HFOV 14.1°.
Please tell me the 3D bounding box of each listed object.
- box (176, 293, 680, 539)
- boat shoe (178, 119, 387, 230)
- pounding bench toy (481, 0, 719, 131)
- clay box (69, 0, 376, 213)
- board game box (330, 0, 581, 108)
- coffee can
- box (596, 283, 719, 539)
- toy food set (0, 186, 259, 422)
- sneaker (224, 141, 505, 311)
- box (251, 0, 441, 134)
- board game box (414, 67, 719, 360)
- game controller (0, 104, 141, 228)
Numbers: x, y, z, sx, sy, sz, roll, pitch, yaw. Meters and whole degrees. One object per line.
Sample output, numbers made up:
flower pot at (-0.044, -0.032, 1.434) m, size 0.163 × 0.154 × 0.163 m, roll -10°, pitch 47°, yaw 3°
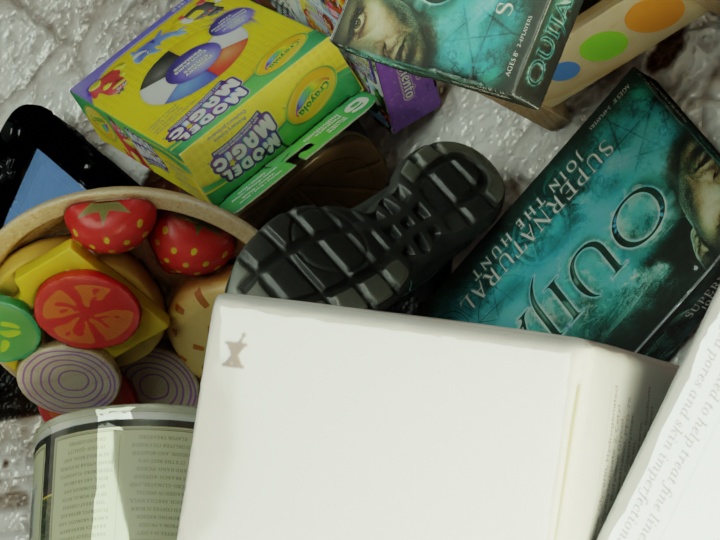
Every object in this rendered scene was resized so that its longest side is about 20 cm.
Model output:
box at (0.036, 0.124, 1.405) m, size 0.199 × 0.171 × 0.200 m, roll 8°, pitch 86°, yaw 26°
boat shoe at (-0.078, -0.029, 1.719) m, size 0.200 × 0.072 × 0.072 m, roll -36°, pitch 40°, yaw 9°
pounding bench toy at (0.108, -0.212, 1.597) m, size 0.156 × 0.124 × 0.200 m, roll -31°, pitch 55°, yaw 29°
clay box at (-0.082, -0.103, 1.714) m, size 0.115 × 0.048 × 0.200 m, roll -40°, pitch 29°, yaw -12°
board game box at (0.073, -0.193, 1.502) m, size 0.135 × 0.028 × 0.200 m, roll 19°, pitch 86°, yaw 42°
coffee can at (-0.116, 0.191, 1.621) m, size 0.146 × 0.146 × 0.200 m, roll -15°, pitch 64°, yaw 37°
box at (0.244, 0.099, 1.319) m, size 0.200 × 0.131 × 0.199 m, roll 27°, pitch 92°, yaw 27°
toy food set at (-0.127, 0.030, 1.665) m, size 0.198 × 0.200 × 0.049 m, roll -30°, pitch 38°, yaw 30°
sneaker at (0.000, 0.000, 1.578) m, size 0.075 × 0.200 × 0.079 m, roll 50°, pitch 138°, yaw 16°
box at (-0.034, -0.184, 1.707) m, size 0.039 × 0.137 × 0.200 m, roll -33°, pitch 46°, yaw -16°
board game box at (0.122, 0.006, 1.565) m, size 0.200 × 0.028 × 0.135 m, roll -50°, pitch 47°, yaw 15°
game controller at (-0.183, -0.025, 1.839) m, size 0.200 × 0.042 × 0.104 m, roll 39°, pitch 100°, yaw 44°
